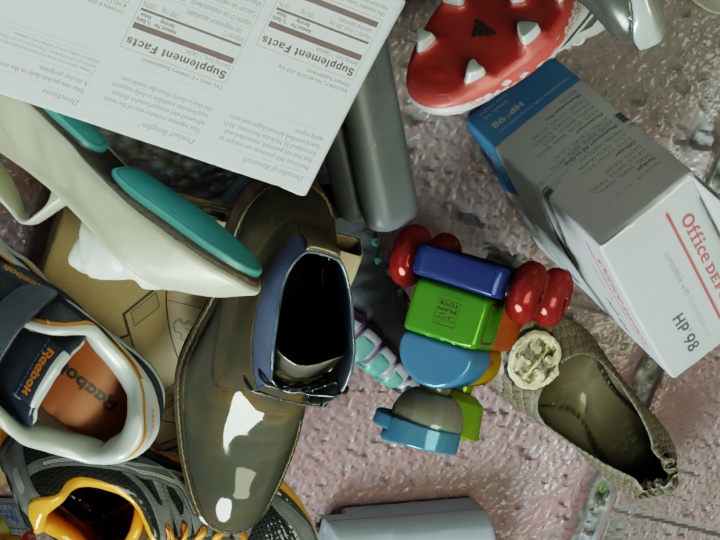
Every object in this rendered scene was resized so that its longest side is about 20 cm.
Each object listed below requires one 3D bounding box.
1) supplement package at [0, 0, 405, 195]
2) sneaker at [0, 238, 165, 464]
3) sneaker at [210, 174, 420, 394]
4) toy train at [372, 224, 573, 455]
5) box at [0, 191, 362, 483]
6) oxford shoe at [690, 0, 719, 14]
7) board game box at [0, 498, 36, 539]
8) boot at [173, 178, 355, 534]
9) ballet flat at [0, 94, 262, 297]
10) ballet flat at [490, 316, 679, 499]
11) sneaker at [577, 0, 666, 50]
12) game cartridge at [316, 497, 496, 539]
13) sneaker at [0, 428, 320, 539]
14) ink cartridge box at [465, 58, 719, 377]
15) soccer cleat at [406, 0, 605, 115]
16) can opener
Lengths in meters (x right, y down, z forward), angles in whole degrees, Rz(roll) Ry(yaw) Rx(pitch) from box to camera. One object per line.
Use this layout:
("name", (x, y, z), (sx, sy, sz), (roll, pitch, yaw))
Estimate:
("supplement package", (-0.112, -0.139, 1.111), (0.200, 0.156, 0.111), (18, 107, -36))
("sneaker", (-0.185, 0.030, 1.177), (0.200, 0.079, 0.079), (30, 96, -10))
("sneaker", (0.000, 0.000, 1.313), (0.200, 0.074, 0.088), (38, 91, -38))
("toy train", (0.065, 0.044, 1.314), (0.200, 0.084, 0.116), (11, 97, -74))
("box", (-0.106, 0.047, 1.264), (0.163, 0.021, 0.200), (14, 121, -17))
("oxford shoe", (0.200, -0.225, 1.300), (0.075, 0.058, 0.201), (-26, 129, -17))
("board game box", (-0.212, 0.235, 1.281), (0.061, 0.200, 0.201), (7, 100, -33))
("boot", (-0.050, 0.055, 1.185), (0.074, 0.097, 0.201), (6, 106, -15))
("ballet flat", (-0.135, -0.037, 1.155), (0.069, 0.200, 0.070), (-44, 165, -15))
("ballet flat", (0.145, 0.089, 1.461), (0.067, 0.046, 0.200), (-45, 129, 0))
("sneaker", (0.081, -0.186, 1.203), (0.082, 0.200, 0.077), (-36, 170, 12))
("game cartridge", (0.018, 0.239, 1.487), (0.133, 0.042, 0.201), (0, 117, -24))
("sneaker", (-0.109, 0.138, 1.267), (0.199, 0.077, 0.078), (22, 117, -25))
("ink cartridge box", (0.149, -0.023, 1.298), (0.067, 0.200, 0.116), (-37, 129, -4))
("soccer cleat", (0.101, -0.143, 1.266), (0.200, 0.069, 0.085), (-48, 151, -21))
("can opener", (0.005, -0.123, 1.232), (0.067, 0.053, 0.201), (-25, 115, -29))
